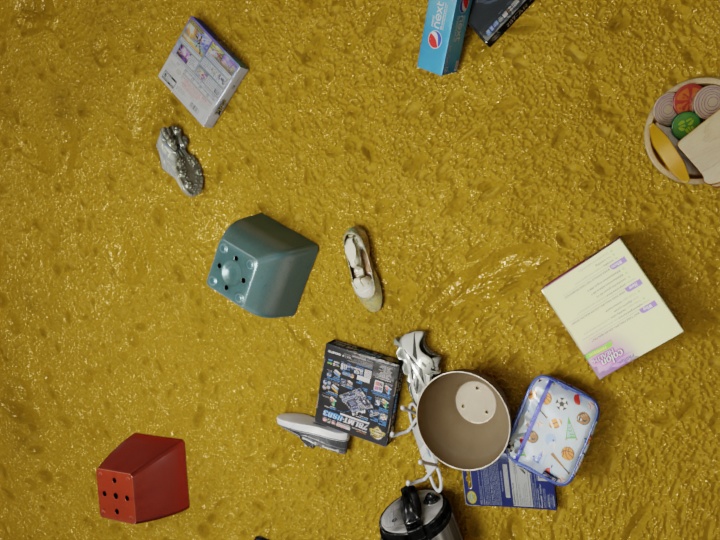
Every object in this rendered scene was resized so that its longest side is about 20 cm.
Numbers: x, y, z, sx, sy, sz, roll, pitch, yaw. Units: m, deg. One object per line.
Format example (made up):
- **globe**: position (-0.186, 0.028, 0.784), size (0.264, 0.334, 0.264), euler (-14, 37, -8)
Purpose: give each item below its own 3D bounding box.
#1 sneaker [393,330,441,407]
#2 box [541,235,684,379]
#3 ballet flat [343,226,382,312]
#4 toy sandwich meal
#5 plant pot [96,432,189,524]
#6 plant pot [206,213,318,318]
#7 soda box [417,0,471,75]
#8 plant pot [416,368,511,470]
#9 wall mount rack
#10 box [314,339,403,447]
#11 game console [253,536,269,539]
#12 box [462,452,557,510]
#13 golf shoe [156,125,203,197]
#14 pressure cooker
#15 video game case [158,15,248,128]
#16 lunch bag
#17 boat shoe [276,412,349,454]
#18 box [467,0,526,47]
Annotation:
- **sneaker**: position (0.148, 0.232, 1.350), size (0.087, 0.074, 0.204), euler (-24, 86, 27)
- **box**: position (0.479, 0.069, 1.167), size (0.175, 0.096, 0.202), euler (-37, 80, 23)
- **ballet flat**: position (0.000, 0.000, 1.398), size (0.069, 0.070, 0.205), euler (-12, 91, 25)
- **toy sandwich meal**: position (0.611, -0.244, 1.086), size (0.200, 0.070, 0.211), euler (3, 97, 24)
- **plant pot**: position (-0.614, 0.589, 1.686), size (0.195, 0.175, 0.206), euler (-1, 96, 25)
- **plant pot**: position (-0.251, -0.006, 1.440), size (0.193, 0.199, 0.200), euler (28, 106, 19)
- **soda box**: position (0.174, -0.506, 1.223), size (0.067, 0.064, 0.204), euler (30, 127, 30)
- **plant pot**: position (0.230, 0.298, 1.286), size (0.195, 0.134, 0.206), euler (2, 96, 24)
- **wall mount rack**: position (0.121, 0.379, 1.320), size (0.175, 0.073, 0.203), euler (105, 150, -54)
- **box**: position (-0.004, 0.288, 1.441), size (0.195, 0.049, 0.204), euler (13, 102, 23)
- **game console**: position (-0.204, 0.813, 1.606), size (0.195, 0.031, 0.182), euler (7, 94, 23)
- **box**: position (0.320, 0.449, 1.317), size (0.195, 0.032, 0.125), euler (-6, 93, 23)
- **golf shoe**: position (-0.478, -0.274, 1.597), size (0.097, 0.077, 0.204), euler (-32, 76, 41)
- **pressure cooker**: position (0.134, 0.577, 1.332), size (0.174, 0.177, 0.204), euler (-11, 103, 50)
- **video game case**: position (-0.399, -0.500, 1.538), size (0.200, 0.045, 0.182), euler (46, 113, 13)
- **lunch bag**: position (0.384, 0.323, 1.234), size (0.158, 0.075, 0.204), euler (25, 93, 23)
- **boat shoe**: position (-0.119, 0.404, 1.499), size (0.195, 0.072, 0.070), euler (10, 98, 16)
- **box**: position (0.278, -0.584, 1.216), size (0.200, 0.043, 0.161), euler (-42, 78, 23)
